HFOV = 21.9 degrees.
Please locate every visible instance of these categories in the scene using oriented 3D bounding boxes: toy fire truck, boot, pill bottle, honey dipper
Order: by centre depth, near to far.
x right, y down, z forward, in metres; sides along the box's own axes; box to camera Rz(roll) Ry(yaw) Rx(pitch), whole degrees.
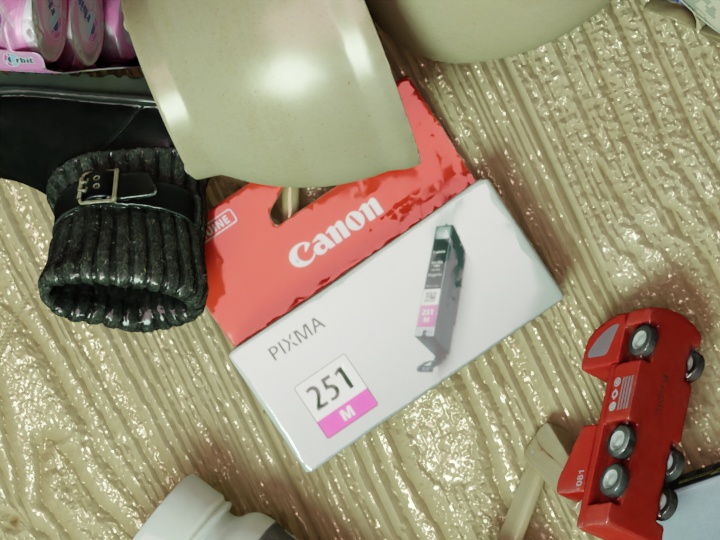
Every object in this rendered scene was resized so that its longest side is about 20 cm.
[{"bbox_3d":[0.137,0.127,1.164,0.049,0.141,0.201,26,66,-27],"label":"toy fire truck"},{"bbox_3d":[-0.192,-0.042,1.181,0.210,0.079,0.159,-1,65,15],"label":"boot"},{"bbox_3d":[-0.061,0.230,1.207,0.200,0.113,0.113,37,102,5],"label":"pill bottle"},{"bbox_3d":[-0.044,-0.004,1.218,0.038,0.038,0.201,2,94,11],"label":"honey dipper"}]

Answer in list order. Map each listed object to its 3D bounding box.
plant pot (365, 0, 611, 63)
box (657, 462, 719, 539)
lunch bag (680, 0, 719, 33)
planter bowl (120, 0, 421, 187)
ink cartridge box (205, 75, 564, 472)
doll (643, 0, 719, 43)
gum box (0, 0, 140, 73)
[{"bbox_3d":[0.066,-0.203,1.109,0.200,0.200,0.135,37,139,5],"label":"plant pot"},{"bbox_3d":[0.274,0.189,1.166,0.199,0.051,0.158,-20,91,13],"label":"box"},{"bbox_3d":[0.212,-0.229,0.981,0.164,0.118,0.200,37,125,-8],"label":"lunch bag"},{"bbox_3d":[-0.061,-0.134,1.107,0.134,0.200,0.201,-21,92,1],"label":"planter bowl"},{"bbox_3d":[0.000,0.000,1.181,0.200,0.044,0.174,-34,92,1],"label":"ink cartridge box"},{"bbox_3d":[0.239,-0.239,1.119,0.136,0.048,0.201,21,98,-13],"label":"doll"},{"bbox_3d":[-0.213,-0.158,1.147,0.113,0.200,0.067,4,98,12],"label":"gum box"}]
